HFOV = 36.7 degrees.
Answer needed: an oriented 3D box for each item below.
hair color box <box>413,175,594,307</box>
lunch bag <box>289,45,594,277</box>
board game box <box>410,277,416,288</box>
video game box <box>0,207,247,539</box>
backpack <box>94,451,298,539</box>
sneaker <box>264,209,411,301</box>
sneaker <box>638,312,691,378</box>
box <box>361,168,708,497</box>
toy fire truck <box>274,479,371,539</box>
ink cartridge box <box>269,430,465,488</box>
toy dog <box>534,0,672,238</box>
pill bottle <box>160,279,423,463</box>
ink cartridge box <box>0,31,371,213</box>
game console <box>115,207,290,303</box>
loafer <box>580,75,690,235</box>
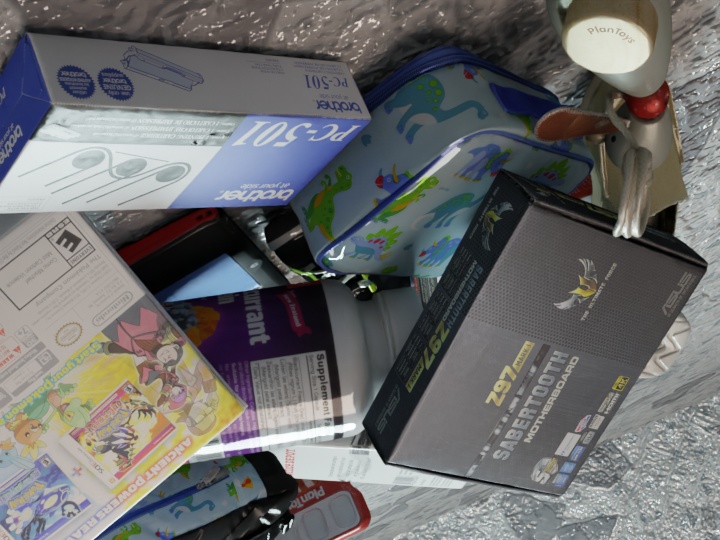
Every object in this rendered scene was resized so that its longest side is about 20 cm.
[{"bbox_3d":[0.143,-0.026,0.912,0.199,0.061,0.102,-21,131,-13],"label":"hair color box"},{"bbox_3d":[0.058,-0.067,0.723,0.161,0.083,0.200,-37,159,28],"label":"lunch bag"},{"bbox_3d":[0.026,0.030,1.003,0.199,0.037,0.151,-20,160,-12],"label":"board game box"},{"bbox_3d":[-0.195,0.077,0.622,0.200,0.047,0.183,-39,117,-8],"label":"video game box"},{"bbox_3d":[-0.177,0.228,0.935,0.200,0.154,0.163,-31,160,-44],"label":"backpack"},{"bbox_3d":[0.000,0.000,0.827,0.072,0.083,0.200,-31,159,16],"label":"sneaker"},{"bbox_3d":[0.140,0.005,0.809,0.198,0.130,0.080,11,114,-27],"label":"sneaker"},{"bbox_3d":[0.113,0.049,0.712,0.157,0.051,0.201,17,110,-30],"label":"box"},{"bbox_3d":[-0.104,0.251,1.212,0.199,0.169,0.112,-29,160,11],"label":"toy fire truck"},{"bbox_3d":[0.010,0.147,1.026,0.199,0.084,0.144,4,157,-4],"label":"ink cartridge box"},{"bbox_3d":[0.134,-0.127,0.640,0.132,0.096,0.201,-57,150,-42],"label":"toy dog"},{"bbox_3d":[-0.054,0.066,0.755,0.199,0.112,0.112,-8,158,-7],"label":"pill bottle"},{"bbox_3d":[-0.098,-0.074,0.581,0.199,0.044,0.094,-6,154,-43],"label":"ink cartridge box"},{"bbox_3d":[-0.150,0.030,0.804,0.176,0.031,0.200,-26,161,3],"label":"game console"},{"bbox_3d":[0.215,-0.073,0.829,0.075,0.068,0.201,-26,132,-12],"label":"loafer"}]
